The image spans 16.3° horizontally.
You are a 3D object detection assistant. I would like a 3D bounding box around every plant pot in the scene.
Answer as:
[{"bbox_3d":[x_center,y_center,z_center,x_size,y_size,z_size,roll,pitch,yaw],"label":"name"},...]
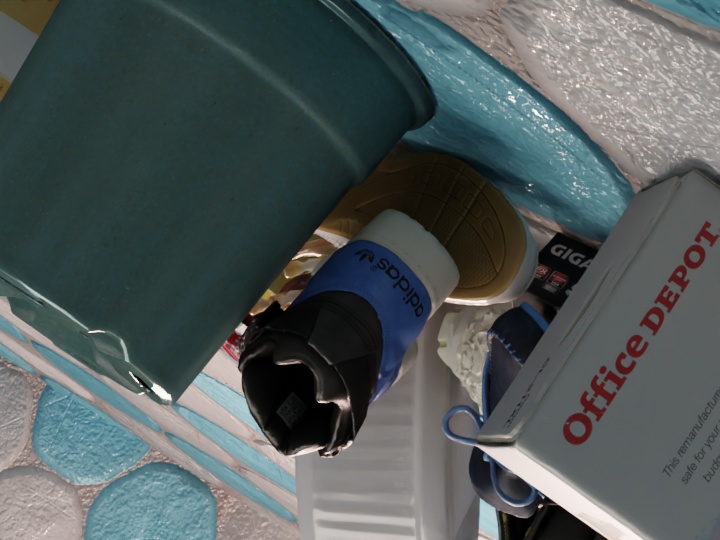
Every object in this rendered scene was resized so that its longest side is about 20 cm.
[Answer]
[{"bbox_3d":[-0.100,-0.054,1.237,0.200,0.197,0.200,33,170,7],"label":"plant pot"}]

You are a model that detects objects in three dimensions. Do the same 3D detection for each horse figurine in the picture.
[{"bbox_3d":[0.000,0.000,1.468,0.200,0.132,0.050,173,86,-73],"label":"horse figurine"}]

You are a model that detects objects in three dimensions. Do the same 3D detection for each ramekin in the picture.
[{"bbox_3d":[0.018,0.113,1.532,0.094,0.203,0.202,-1,162,8],"label":"ramekin"}]

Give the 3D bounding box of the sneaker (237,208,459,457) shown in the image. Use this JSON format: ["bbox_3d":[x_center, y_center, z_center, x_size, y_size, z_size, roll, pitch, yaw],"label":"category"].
[{"bbox_3d":[-0.021,0.047,1.275,0.077,0.111,0.200,44,159,1],"label":"sneaker"}]

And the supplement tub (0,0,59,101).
[{"bbox_3d":[-0.212,-0.115,1.441,0.200,0.145,0.145,33,169,7],"label":"supplement tub"}]

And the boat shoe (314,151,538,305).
[{"bbox_3d":[0.035,-0.022,1.333,0.069,0.071,0.200,34,176,-40],"label":"boat shoe"}]

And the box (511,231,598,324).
[{"bbox_3d":[0.162,0.089,1.326,0.159,0.046,0.201,28,149,32],"label":"box"}]

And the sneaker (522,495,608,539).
[{"bbox_3d":[0.127,0.086,1.199,0.075,0.106,0.201,24,129,33],"label":"sneaker"}]

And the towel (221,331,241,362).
[{"bbox_3d":[-0.103,0.035,1.736,0.200,0.023,0.145,37,176,7],"label":"towel"}]

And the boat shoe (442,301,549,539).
[{"bbox_3d":[0.091,0.105,1.300,0.084,0.068,0.201,52,165,49],"label":"boat shoe"}]

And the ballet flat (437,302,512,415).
[{"bbox_3d":[0.077,0.049,1.425,0.072,0.072,0.200,31,177,17],"label":"ballet flat"}]

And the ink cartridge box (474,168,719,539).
[{"bbox_3d":[0.173,0.072,1.105,0.200,0.146,0.083,36,171,-6],"label":"ink cartridge box"}]

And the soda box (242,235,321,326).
[{"bbox_3d":[-0.062,-0.006,1.686,0.068,0.064,0.200,35,169,3],"label":"soda box"}]
